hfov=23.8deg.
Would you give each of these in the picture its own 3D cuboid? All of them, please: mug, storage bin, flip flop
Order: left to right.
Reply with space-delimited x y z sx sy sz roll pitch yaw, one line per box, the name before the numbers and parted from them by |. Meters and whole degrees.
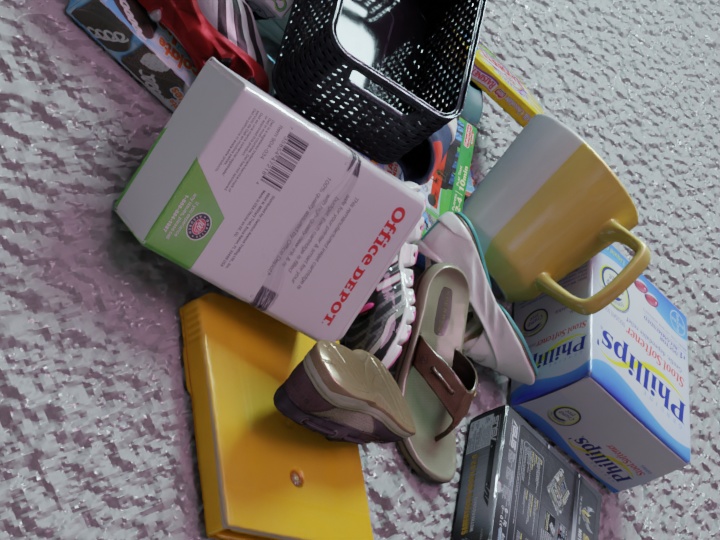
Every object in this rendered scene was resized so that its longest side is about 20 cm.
storage bin | 0.020 -0.209 1.429 0.135 0.094 0.201 30 52 -23
flip flop | 0.077 0.090 1.538 0.081 0.057 0.202 23 70 -43
mug | 0.177 -0.046 1.675 0.150 0.153 0.186 51 -7 -21

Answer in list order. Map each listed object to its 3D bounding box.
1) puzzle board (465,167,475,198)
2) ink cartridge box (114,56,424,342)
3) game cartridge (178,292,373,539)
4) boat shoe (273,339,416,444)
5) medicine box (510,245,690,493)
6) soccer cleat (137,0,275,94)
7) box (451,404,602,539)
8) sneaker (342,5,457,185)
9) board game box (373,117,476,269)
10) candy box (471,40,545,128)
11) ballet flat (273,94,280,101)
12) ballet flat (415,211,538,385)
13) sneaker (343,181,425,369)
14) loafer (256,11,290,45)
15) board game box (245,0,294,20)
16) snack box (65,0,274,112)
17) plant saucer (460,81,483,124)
puzzle board | 0.049 -0.163 1.739 0.199 0.017 0.152 17 55 -48
ink cartridge box | -0.070 -0.051 1.356 0.199 0.146 0.084 31 6 -34
game cartridge | -0.068 0.126 1.371 0.176 0.032 0.201 21 49 -46
boat shoe | -0.013 0.106 1.376 0.072 0.065 0.200 64 12 20
medicine box | 0.250 0.093 1.763 0.182 0.103 0.201 40 39 -31
soccer cleat | -0.135 -0.225 1.421 0.201 0.068 0.085 56 26 -17
box | 0.154 0.248 1.573 0.158 0.048 0.201 44 38 -28
sneaker | 0.013 -0.153 1.526 0.200 0.075 0.085 42 53 -32
board game box | 0.025 -0.106 1.614 0.199 0.036 0.153 28 65 -40
candy box | 0.124 -0.212 1.759 0.200 0.026 0.103 35 22 -45
ballet flat | -0.066 -0.076 1.493 0.066 0.057 0.201 16 54 -8
ballet flat | 0.105 0.038 1.632 0.201 0.069 0.070 64 30 -25
sneaker | 0.000 0.000 1.503 0.087 0.074 0.202 24 62 -30
loafer | -0.039 -0.228 1.607 0.199 0.070 0.070 32 48 -35
board game box | -0.153 -0.291 1.455 0.200 0.126 0.035 43 73 -27
snack box | -0.155 -0.197 1.461 0.200 0.037 0.117 43 38 -28
plant saucer | 0.061 -0.231 1.724 0.200 0.027 0.200 46 13 -14
